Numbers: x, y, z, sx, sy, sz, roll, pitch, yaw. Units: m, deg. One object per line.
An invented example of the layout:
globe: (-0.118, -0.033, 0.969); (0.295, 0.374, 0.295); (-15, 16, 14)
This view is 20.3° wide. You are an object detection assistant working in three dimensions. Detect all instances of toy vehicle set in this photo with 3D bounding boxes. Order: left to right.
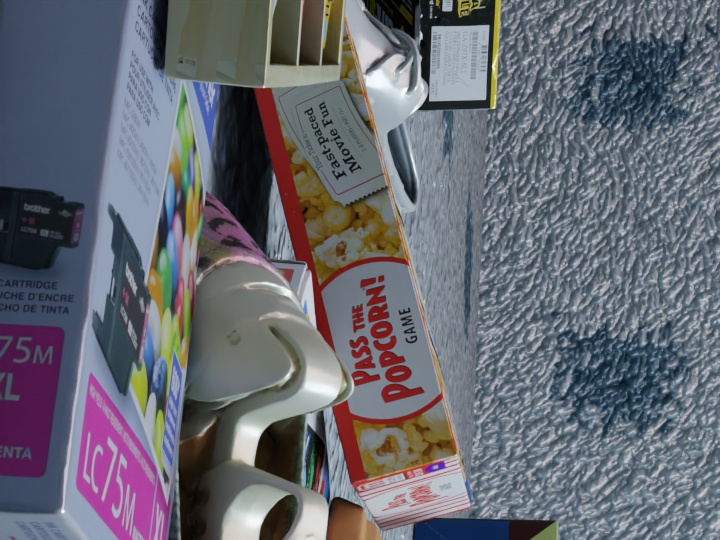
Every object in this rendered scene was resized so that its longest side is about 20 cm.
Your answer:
toy vehicle set: (-0.023, -0.118, 0.592); (0.200, 0.026, 0.126); (-51, 145, -82)

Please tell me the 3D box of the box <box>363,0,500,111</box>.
box: (0.031, -0.193, 1.092); (0.200, 0.049, 0.161); (-118, -155, -65)

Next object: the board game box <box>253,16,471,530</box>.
board game box: (0.000, 0.000, 0.859); (0.152, 0.046, 0.202); (71, 4, -74)

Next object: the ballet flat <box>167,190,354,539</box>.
ballet flat: (-0.035, 0.062, 0.586); (0.069, 0.071, 0.202); (15, 66, -40)

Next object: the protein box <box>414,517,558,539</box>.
protein box: (0.113, 0.367, 1.835); (0.199, 0.133, 0.201); (-82, 171, -50)

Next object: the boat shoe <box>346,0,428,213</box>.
boat shoe: (0.000, -0.091, 0.990); (0.201, 0.068, 0.072); (84, 9, -49)

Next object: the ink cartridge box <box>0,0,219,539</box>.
ink cartridge box: (-0.068, -0.018, 0.528); (0.120, 0.041, 0.202); (77, 14, -67)

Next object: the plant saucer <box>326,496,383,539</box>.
plant saucer: (-0.018, 0.196, 0.829); (0.200, 0.037, 0.202); (13, 90, -90)

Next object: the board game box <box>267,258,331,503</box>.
board game box: (-0.047, 0.109, 0.713); (0.201, 0.034, 0.127); (-76, 167, -47)
